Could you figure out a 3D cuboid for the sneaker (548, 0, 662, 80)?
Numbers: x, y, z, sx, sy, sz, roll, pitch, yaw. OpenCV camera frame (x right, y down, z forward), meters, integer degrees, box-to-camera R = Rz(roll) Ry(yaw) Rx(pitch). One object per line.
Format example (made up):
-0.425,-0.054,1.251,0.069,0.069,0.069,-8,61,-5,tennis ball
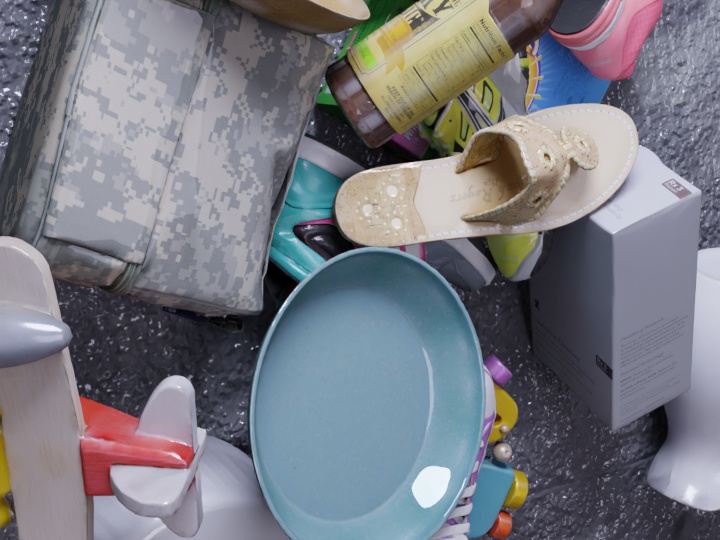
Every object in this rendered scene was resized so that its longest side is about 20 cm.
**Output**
0.195,-0.227,0.932,0.087,0.074,0.201,44,59,-40,sneaker

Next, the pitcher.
0.319,0.080,1.067,0.171,0.121,0.201,-26,125,-45,pitcher

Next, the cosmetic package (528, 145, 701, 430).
0.184,0.006,0.923,0.081,0.113,0.201,-26,131,-16,cosmetic package

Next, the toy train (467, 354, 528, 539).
0.048,0.131,0.944,0.150,0.056,0.201,-21,116,-10,toy train

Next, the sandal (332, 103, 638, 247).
0.089,-0.057,0.788,0.211,0.070,0.078,-15,92,-7,sandal

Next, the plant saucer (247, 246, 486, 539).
0.000,0.085,0.789,0.199,0.036,0.201,-1,91,-43,plant saucer

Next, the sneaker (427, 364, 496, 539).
0.061,0.167,0.868,0.072,0.114,0.201,11,105,-21,sneaker

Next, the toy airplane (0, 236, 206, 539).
-0.184,0.107,0.688,0.200,0.199,0.141,52,36,1,toy airplane

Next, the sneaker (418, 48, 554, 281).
0.079,-0.087,0.859,0.076,0.075,0.201,-17,98,-19,sneaker

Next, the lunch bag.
-0.113,-0.074,0.745,0.167,0.139,0.201,16,90,-26,lunch bag

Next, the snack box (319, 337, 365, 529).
-0.008,0.143,0.827,0.072,0.024,0.201,1,89,-50,snack box

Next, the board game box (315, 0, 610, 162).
0.084,-0.138,0.910,0.200,0.040,0.153,29,85,-32,board game box

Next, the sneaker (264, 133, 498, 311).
0.000,0.000,0.863,0.200,0.084,0.121,29,82,-28,sneaker

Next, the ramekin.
-0.118,0.218,0.831,0.200,0.098,0.201,-7,104,-30,ramekin

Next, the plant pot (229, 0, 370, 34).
-0.084,-0.192,0.717,0.200,0.200,0.028,25,111,-33,plant pot

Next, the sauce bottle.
0.073,-0.155,0.777,0.200,0.065,0.065,-34,119,8,sauce bottle
